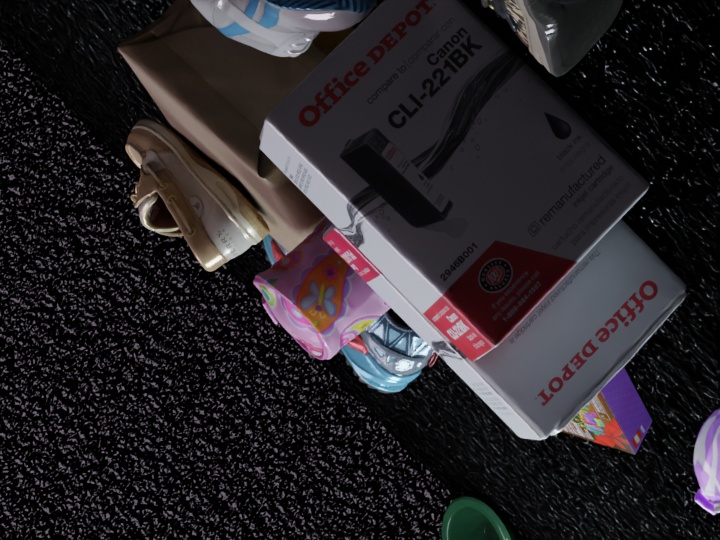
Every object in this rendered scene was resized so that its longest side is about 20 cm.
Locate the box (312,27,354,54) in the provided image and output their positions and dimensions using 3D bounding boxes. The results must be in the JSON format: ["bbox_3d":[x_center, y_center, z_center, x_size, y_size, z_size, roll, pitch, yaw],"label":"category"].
[{"bbox_3d":[-0.029,-0.170,1.341,0.200,0.041,0.119,46,172,-23],"label":"box"}]

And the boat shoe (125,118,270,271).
[{"bbox_3d":[-0.150,-0.061,1.379,0.200,0.069,0.074,38,169,51],"label":"boat shoe"}]

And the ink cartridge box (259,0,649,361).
[{"bbox_3d":[0.054,-0.066,1.070,0.200,0.144,0.084,44,170,3],"label":"ink cartridge box"}]

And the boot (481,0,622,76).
[{"bbox_3d":[0.052,-0.184,0.803,0.151,0.073,0.200,42,176,19],"label":"boot"}]

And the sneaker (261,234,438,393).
[{"bbox_3d":[0.000,0.000,1.442,0.200,0.095,0.079,51,-146,0],"label":"sneaker"}]

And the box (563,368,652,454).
[{"bbox_3d":[0.157,0.076,1.465,0.136,0.039,0.200,16,154,36],"label":"box"}]

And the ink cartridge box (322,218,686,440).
[{"bbox_3d":[0.096,-0.004,1.156,0.200,0.145,0.083,46,170,-2],"label":"ink cartridge box"}]

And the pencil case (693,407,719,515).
[{"bbox_3d":[0.286,0.136,1.116,0.084,0.086,0.200,45,171,-11],"label":"pencil case"}]

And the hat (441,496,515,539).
[{"bbox_3d":[0.253,0.449,2.926,0.166,0.176,0.201,42,133,31],"label":"hat"}]

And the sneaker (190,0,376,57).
[{"bbox_3d":[-0.045,-0.190,1.171,0.081,0.077,0.200,46,164,-34],"label":"sneaker"}]

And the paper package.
[{"bbox_3d":[-0.069,-0.109,1.338,0.191,0.103,0.200,41,171,28],"label":"paper package"}]

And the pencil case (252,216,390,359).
[{"bbox_3d":[0.016,-0.026,1.263,0.087,0.200,0.087,43,166,14],"label":"pencil case"}]
